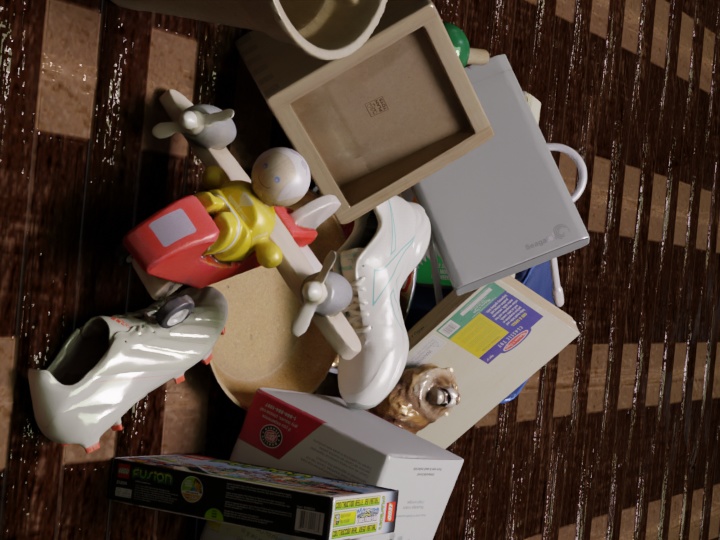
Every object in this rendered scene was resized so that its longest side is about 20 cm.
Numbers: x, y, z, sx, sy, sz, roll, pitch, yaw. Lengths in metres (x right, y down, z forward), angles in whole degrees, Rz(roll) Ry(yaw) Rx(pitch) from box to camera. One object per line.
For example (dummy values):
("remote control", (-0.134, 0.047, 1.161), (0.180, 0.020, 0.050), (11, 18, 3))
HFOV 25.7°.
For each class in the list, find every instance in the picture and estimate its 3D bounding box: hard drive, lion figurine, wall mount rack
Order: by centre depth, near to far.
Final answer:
("hard drive", (0.112, -0.091, 1.468), (0.026, 0.132, 0.200), (76, -8, -71))
("lion figurine", (0.021, 0.180, 1.486), (0.122, 0.072, 0.200), (-2, 119, -50))
("wall mount rack", (0.121, -0.045, 1.513), (0.075, 0.200, 0.174), (70, 10, -81))

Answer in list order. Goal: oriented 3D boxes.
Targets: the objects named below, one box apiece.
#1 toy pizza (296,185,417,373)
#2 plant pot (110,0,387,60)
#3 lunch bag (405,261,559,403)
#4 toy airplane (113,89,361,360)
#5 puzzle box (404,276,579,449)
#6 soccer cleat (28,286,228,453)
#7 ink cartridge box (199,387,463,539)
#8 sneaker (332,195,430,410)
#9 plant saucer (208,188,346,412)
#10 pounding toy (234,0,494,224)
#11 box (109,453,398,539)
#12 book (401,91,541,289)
("toy pizza", (0.000, 0.000, 1.497), (0.200, 0.032, 0.201), (-9, 102, -51))
("plant pot", (-0.097, -0.256, 1.148), (0.200, 0.183, 0.201), (-17, 110, -59))
("lunch bag", (0.124, 0.058, 1.659), (0.200, 0.136, 0.133), (-46, 133, -47))
("toy airplane", (-0.076, -0.040, 1.211), (0.200, 0.141, 0.199), (27, 37, -20))
("puzzle box", (0.098, 0.088, 1.529), (0.133, 0.200, 0.025), (33, 25, -35))
("soccer cleat", (-0.169, 0.056, 1.189), (0.200, 0.069, 0.078), (-43, 127, -43))
("ink cartridge box", (-0.033, 0.222, 1.346), (0.145, 0.145, 0.200), (15, 98, -61))
("sneaker", (0.003, 0.023, 1.398), (0.080, 0.070, 0.201), (28, 66, -47))
("plant saucer", (-0.081, 0.024, 1.364), (0.200, 0.035, 0.201), (-11, 104, -52))
("pounding toy", (0.022, -0.168, 1.371), (0.184, 0.200, 0.142), (59, 1, -42))
("box", (-0.083, 0.176, 1.233), (0.110, 0.200, 0.035), (9, 87, -62))
("book", (0.101, -0.081, 1.596), (0.048, 0.133, 0.200), (21, 75, -63))
